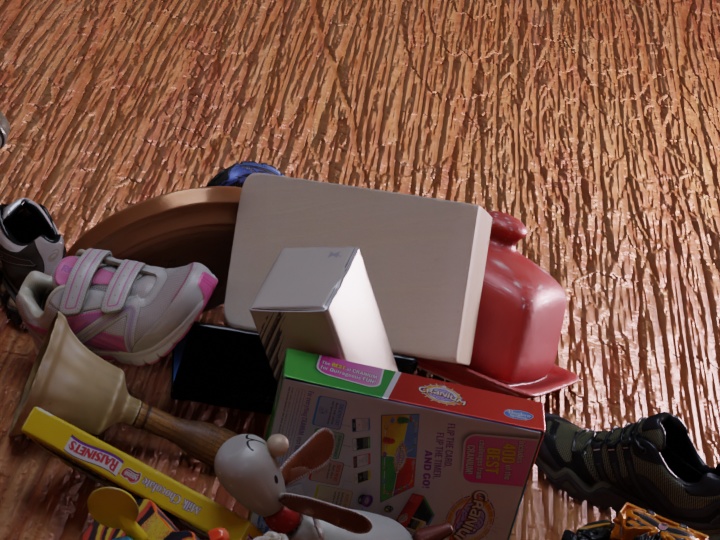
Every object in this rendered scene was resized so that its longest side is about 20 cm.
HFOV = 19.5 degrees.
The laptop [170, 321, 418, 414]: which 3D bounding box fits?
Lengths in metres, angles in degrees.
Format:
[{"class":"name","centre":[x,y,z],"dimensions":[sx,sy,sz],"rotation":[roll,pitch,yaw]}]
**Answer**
[{"class":"laptop","centre":[-0.061,0.061,1.785],"dimensions":[0.186,0.200,0.116],"rotation":[9,59,-9]}]

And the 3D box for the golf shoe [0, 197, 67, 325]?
[{"class":"golf shoe","centre":[-0.306,-0.032,1.873],"dimensions":[0.077,0.095,0.200],"rotation":[-7,30,-35]}]

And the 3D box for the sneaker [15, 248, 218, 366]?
[{"class":"sneaker","centre":[-0.205,0.026,1.697],"dimensions":[0.199,0.088,0.082],"rotation":[-17,33,32]}]

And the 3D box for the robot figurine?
[{"class":"robot figurine","centre":[0.211,0.242,1.603],"dimensions":[0.144,0.058,0.200],"rotation":[21,26,14]}]

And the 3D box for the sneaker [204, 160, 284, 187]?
[{"class":"sneaker","centre":[-0.069,-0.024,1.900],"dimensions":[0.200,0.075,0.079],"rotation":[47,10,-38]}]

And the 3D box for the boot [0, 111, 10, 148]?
[{"class":"boot","centre":[-0.414,-0.061,1.905],"dimensions":[0.181,0.073,0.201],"rotation":[-17,40,29]}]

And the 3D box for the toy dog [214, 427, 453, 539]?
[{"class":"toy dog","centre":[-0.008,0.177,1.501],"dimensions":[0.200,0.096,0.132],"rotation":[39,16,-51]}]

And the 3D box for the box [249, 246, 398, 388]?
[{"class":"box","centre":[-0.017,0.083,1.632],"dimensions":[0.068,0.201,0.082],"rotation":[-1,37,24]}]

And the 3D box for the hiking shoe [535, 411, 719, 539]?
[{"class":"hiking shoe","centre":[0.230,0.152,1.752],"dimensions":[0.199,0.101,0.076],"rotation":[26,27,25]}]

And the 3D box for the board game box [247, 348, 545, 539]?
[{"class":"board game box","centre":[0.024,0.151,1.586],"dimensions":[0.199,0.154,0.040],"rotation":[13,30,-5]}]

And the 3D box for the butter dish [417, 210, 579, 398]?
[{"class":"butter dish","centre":[0.107,0.019,1.879],"dimensions":[0.199,0.149,0.200],"rotation":[21,10,18]}]

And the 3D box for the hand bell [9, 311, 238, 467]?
[{"class":"hand bell","centre":[-0.167,0.117,1.665],"dimensions":[0.199,0.105,0.104],"rotation":[22,24,-9]}]

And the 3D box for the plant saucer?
[{"class":"plant saucer","centre":[-0.157,-0.006,1.796],"dimensions":[0.199,0.200,0.032],"rotation":[-3,60,-32]}]

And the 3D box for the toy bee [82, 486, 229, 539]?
[{"class":"toy bee","centre":[-0.128,0.210,1.439],"dimensions":[0.131,0.108,0.200],"rotation":[51,4,-45]}]

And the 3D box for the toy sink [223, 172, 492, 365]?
[{"class":"toy sink","centre":[0.000,0.000,1.756],"dimensions":[0.199,0.131,0.112],"rotation":[8,-3,10]}]

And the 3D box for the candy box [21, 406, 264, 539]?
[{"class":"candy box","centre":[-0.151,0.165,1.554],"dimensions":[0.199,0.027,0.102],"rotation":[25,-11,24]}]
